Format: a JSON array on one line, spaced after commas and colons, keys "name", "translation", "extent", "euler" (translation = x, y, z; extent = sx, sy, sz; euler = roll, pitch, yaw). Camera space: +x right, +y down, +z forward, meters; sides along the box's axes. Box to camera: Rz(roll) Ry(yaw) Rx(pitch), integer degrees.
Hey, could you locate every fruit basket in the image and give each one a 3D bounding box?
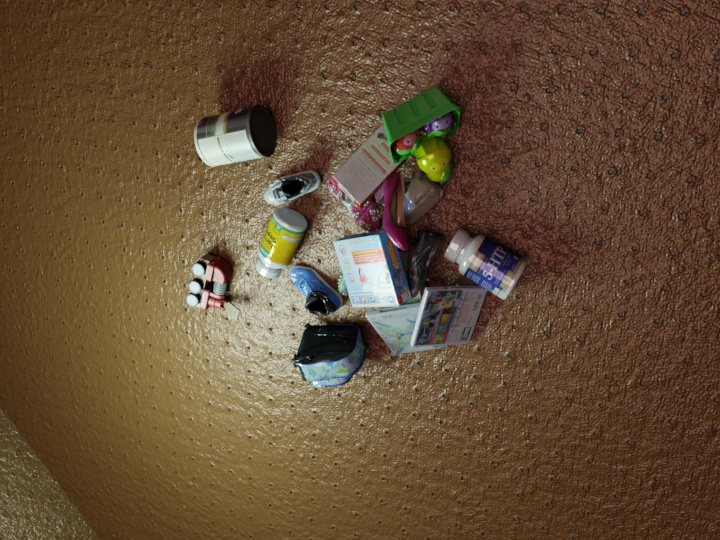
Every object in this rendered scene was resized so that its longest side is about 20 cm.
[{"name": "fruit basket", "translation": [0.170, -0.327, 1.470], "extent": [0.211, 0.156, 0.221], "euler": [-2, 78, 8]}]

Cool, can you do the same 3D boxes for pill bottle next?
[{"name": "pill bottle", "translation": [-0.247, -0.080, 1.761], "extent": [0.112, 0.113, 0.202], "euler": [34, 116, 9]}, {"name": "pill bottle", "translation": [0.328, -0.024, 1.533], "extent": [0.198, 0.120, 0.121], "euler": [31, 115, 11]}]

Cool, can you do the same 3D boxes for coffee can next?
[{"name": "coffee can", "translation": [-0.366, -0.393, 1.694], "extent": [0.196, 0.146, 0.150], "euler": [-5, 105, 24]}]

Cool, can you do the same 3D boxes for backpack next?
[{"name": "backpack", "translation": [-0.081, 0.257, 1.764], "extent": [0.196, 0.185, 0.149], "euler": [-9, 126, 21]}]

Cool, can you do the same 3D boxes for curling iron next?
[{"name": "curling iron", "translation": [0.118, -0.107, 1.650], "extent": [0.197, 0.025, 0.051], "euler": [17, 93, 22]}]

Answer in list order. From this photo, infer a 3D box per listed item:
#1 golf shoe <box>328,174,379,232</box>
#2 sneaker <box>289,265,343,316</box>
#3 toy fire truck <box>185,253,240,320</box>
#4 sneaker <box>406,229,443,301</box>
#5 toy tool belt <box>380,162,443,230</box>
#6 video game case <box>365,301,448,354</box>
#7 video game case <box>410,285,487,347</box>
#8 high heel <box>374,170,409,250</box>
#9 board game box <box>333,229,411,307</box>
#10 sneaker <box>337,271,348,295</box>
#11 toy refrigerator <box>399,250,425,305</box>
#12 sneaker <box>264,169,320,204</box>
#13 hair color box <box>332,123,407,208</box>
[{"name": "golf shoe", "translation": [-0.013, -0.200, 1.650], "extent": [0.075, 0.092, 0.201], "euler": [-36, 103, 9]}, {"name": "sneaker", "translation": [-0.153, 0.064, 1.767], "extent": [0.199, 0.111, 0.077], "euler": [39, 117, 7]}, {"name": "toy fire truck", "translation": [-0.464, 0.065, 1.903], "extent": [0.196, 0.129, 0.179], "euler": [20, 113, 3]}, {"name": "sneaker", "translation": [0.155, -0.014, 1.582], "extent": [0.078, 0.075, 0.203], "euler": [24, 86, -2]}, {"name": "toy tool belt", "translation": [0.123, -0.196, 1.583], "extent": [0.200, 0.124, 0.124], "euler": [-43, 57, 24]}, {"name": "video game case", "translation": [0.137, 0.171, 1.667], "extent": [0.179, 0.022, 0.201], "euler": [-12, 135, 27]}, {"name": "video game case", "translation": [0.241, 0.127, 1.590], "extent": [0.178, 0.023, 0.203], "euler": [-1, 127, -17]}, {"name": "high heel", "translation": [0.099, -0.155, 1.480], "extent": [0.096, 0.067, 0.203], "euler": [-41, 62, 37]}, {"name": "board game box", "translation": [0.030, -0.002, 1.581], "extent": [0.198, 0.055, 0.200], "euler": [-4, 106, 50]}, {"name": "sneaker", "translation": [0.000, 0.000, 1.702], "extent": [0.085, 0.078, 0.201], "euler": [37, 116, 7]}, {"name": "toy refrigerator", "translation": [0.143, 0.048, 1.661], "extent": [0.074, 0.070, 0.204], "euler": [-7, 104, 24]}, {"name": "sneaker", "translation": [-0.225, -0.238, 1.686], "extent": [0.197, 0.140, 0.079], "euler": [-20, 99, 26]}, {"name": "hair color box", "translation": [0.029, -0.280, 1.560], "extent": [0.111, 0.064, 0.200], "euler": [44, 87, 4]}]
